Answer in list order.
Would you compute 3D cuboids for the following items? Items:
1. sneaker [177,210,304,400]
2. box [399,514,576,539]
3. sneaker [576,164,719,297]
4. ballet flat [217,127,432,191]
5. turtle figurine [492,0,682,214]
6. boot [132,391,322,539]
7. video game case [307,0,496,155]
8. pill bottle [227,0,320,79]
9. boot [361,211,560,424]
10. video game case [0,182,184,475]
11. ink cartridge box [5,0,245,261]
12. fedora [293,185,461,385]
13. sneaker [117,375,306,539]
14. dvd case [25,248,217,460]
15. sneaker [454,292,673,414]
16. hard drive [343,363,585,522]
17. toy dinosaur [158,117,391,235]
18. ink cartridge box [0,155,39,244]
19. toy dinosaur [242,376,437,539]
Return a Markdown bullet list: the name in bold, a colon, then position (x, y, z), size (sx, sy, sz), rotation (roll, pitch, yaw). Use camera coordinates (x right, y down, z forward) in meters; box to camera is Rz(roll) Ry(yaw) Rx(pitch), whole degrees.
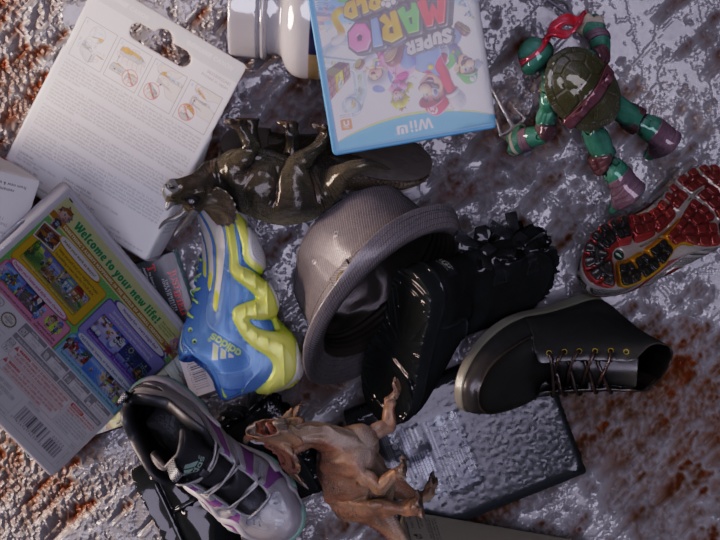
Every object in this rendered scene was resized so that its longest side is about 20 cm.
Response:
- **sneaker**: position (-0.130, 0.025, 1.221), size (0.104, 0.076, 0.202), rotation (-23, 80, -15)
- **box**: position (0.127, 0.292, 1.268), size (0.198, 0.068, 0.083), rotation (10, 109, -10)
- **sneaker**: position (0.284, -0.036, 1.253), size (0.198, 0.082, 0.078), rotation (-22, 76, -13)
- **ballet flat**: position (-0.033, -0.097, 1.246), size (0.197, 0.068, 0.047), rotation (2, 138, -4)
- **turtle figurine**: position (0.194, -0.155, 1.222), size (0.200, 0.101, 0.150), rotation (42, 94, -12)
- **boot**: position (-0.105, 0.225, 1.267), size (0.161, 0.073, 0.200), rotation (-27, 96, -1)
- **video game case**: position (0.030, -0.208, 1.126), size (0.141, 0.018, 0.202), rotation (-10, 101, 0)
- **pill bottle**: position (-0.016, -0.228, 1.192), size (0.197, 0.120, 0.121), rotation (2, 97, -1)
- **boot**: position (0.092, 0.045, 1.230), size (0.161, 0.073, 0.200), rotation (-20, 141, -35)
- **video game case**: position (-0.267, 0.055, 1.184), size (0.182, 0.022, 0.201), rotation (-44, 125, -13)
- **ink cartridge box**: position (-0.211, -0.134, 1.221), size (0.162, 0.057, 0.201), rotation (30, 96, 3)
- **fedora**: position (0.000, 0.000, 1.220), size (0.090, 0.176, 0.201), rotation (47, 122, 25)
- **sneaker**: position (-0.134, 0.173, 1.154), size (0.199, 0.140, 0.078), rotation (38, 91, 2)
- **dvd case**: position (-0.245, 0.079, 1.274), size (0.198, 0.022, 0.147), rotation (-19, 97, 2)
- **sneaker**: position (0.182, 0.083, 1.197), size (0.199, 0.106, 0.076), rotation (-25, 125, -31)
- **hard drive**: position (0.100, 0.164, 1.287), size (0.198, 0.033, 0.141), rotation (-21, 97, 2)
- **toy dinosaur**: position (-0.075, -0.081, 1.185), size (0.197, 0.077, 0.104), rotation (4, 98, -6)
- **ink cartridge box**: position (-0.376, -0.012, 1.192), size (0.083, 0.145, 0.202), rotation (13, 100, -41)
- **toy dinosaur**: position (-0.013, 0.181, 1.190), size (0.134, 0.086, 0.201), rotation (-15, 117, 16)
